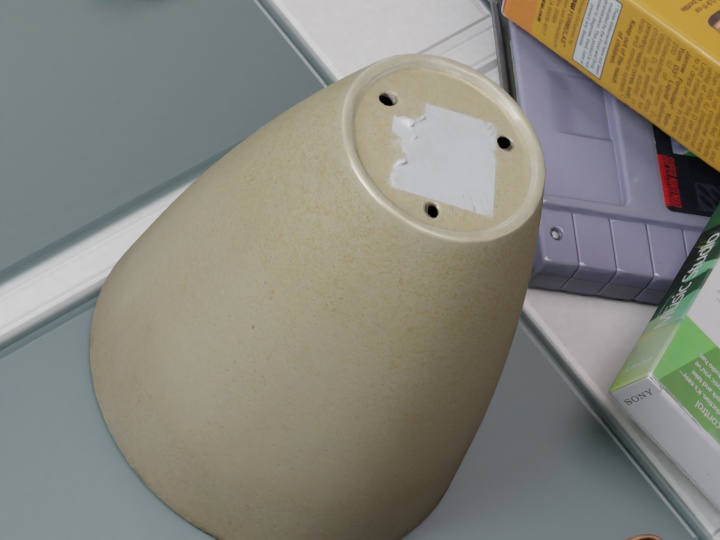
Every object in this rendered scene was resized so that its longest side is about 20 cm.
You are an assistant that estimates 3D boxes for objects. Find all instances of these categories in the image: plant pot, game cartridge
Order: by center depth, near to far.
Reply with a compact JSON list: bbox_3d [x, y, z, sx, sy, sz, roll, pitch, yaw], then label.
[{"bbox_3d":[0.000,0.000,1.237,0.186,0.200,0.188,12,55,-18],"label":"plant pot"},{"bbox_3d":[0.136,-0.076,1.458,0.129,0.038,0.201,5,57,-17],"label":"game cartridge"}]

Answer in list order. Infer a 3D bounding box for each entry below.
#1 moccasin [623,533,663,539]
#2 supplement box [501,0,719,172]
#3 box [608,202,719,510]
[{"bbox_3d":[0.075,0.182,1.222,0.073,0.078,0.201,33,46,31],"label":"moccasin"},{"bbox_3d":[0.167,-0.108,1.402,0.200,0.069,0.066,38,50,23],"label":"supplement box"},{"bbox_3d":[0.217,0.040,1.397,0.144,0.036,0.200,46,49,-12],"label":"box"}]
